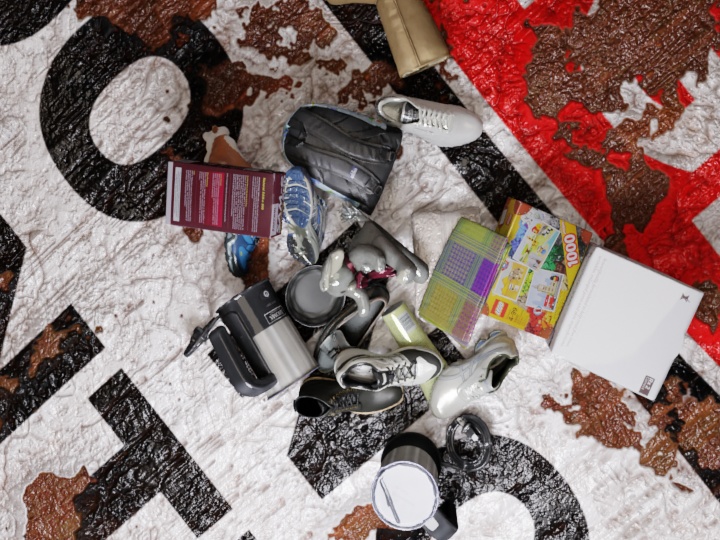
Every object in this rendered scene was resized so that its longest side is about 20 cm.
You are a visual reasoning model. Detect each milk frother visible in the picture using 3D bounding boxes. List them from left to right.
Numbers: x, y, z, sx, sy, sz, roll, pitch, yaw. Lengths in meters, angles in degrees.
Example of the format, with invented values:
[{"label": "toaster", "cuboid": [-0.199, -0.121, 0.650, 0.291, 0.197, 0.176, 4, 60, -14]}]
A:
[{"label": "milk frother", "cuboid": [-0.207, 0.150, 1.648, 0.179, 0.199, 0.191, -30, 87, -33]}, {"label": "milk frother", "cuboid": [0.129, 0.346, 1.587, 0.178, 0.188, 0.203, 28, 97, 3]}]

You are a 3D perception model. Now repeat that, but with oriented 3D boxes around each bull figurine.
[{"label": "bull figurine", "cuboid": [-0.232, -0.161, 1.599, 0.200, 0.065, 0.122, 45, 94, 10]}]

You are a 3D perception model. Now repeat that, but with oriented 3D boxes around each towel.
[{"label": "towel", "cuboid": [0.158, -0.010, 1.636, 0.129, 0.034, 0.205, -3, 95, 6]}, {"label": "towel", "cuboid": [0.178, 0.018, 1.568, 0.022, 0.143, 0.204, 16, 99, -39]}]

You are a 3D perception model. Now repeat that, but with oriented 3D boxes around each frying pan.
[{"label": "frying pan", "cuboid": [-0.054, 0.022, 1.659, 0.189, 0.031, 0.116, -38, 109, 0]}]

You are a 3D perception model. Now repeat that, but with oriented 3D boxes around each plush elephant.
[{"label": "plush elephant", "cuboid": [0.000, 0.000, 1.563, 0.199, 0.165, 0.156, 41, 99, 5]}]

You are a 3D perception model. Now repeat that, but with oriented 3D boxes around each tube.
[{"label": "tube", "cuboid": [0.110, 0.153, 1.653, 0.058, 0.052, 0.202, -25, 100, 48]}]

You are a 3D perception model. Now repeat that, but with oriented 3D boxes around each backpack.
[{"label": "backpack", "cuboid": [-0.047, -0.215, 1.598, 0.196, 0.154, 0.166, 17, 102, -17]}]

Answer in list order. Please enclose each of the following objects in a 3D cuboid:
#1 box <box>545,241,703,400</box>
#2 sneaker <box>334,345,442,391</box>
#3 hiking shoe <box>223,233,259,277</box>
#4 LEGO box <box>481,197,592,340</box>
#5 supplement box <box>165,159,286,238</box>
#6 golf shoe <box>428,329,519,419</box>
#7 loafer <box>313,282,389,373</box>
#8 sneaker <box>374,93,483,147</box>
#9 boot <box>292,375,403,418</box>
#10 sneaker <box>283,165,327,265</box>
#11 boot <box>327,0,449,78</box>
[{"label": "box", "cuboid": [0.450, 0.083, 1.560, 0.196, 0.131, 0.203, 24, 97, 4]}, {"label": "sneaker", "cuboid": [0.050, 0.185, 1.598, 0.195, 0.088, 0.078, -4, 108, 2]}, {"label": "hiking shoe", "cuboid": [-0.197, -0.084, 1.650, 0.085, 0.074, 0.205, 10, 96, 9]}, {"label": "LEGO box", "cuboid": [0.295, -0.004, 1.581, 0.146, 0.077, 0.204, 20, 97, -11]}, {"label": "supplement box", "cuboid": [-0.229, -0.123, 1.530, 0.195, 0.061, 0.112, 9, 101, 15]}, {"label": "golf shoe", "cuboid": [0.202, 0.196, 1.605, 0.078, 0.097, 0.200, 41, 96, -21]}, {"label": "loafer", "cuboid": [-0.020, 0.110, 1.647, 0.071, 0.063, 0.201, 36, 101, -13]}, {"label": "sneaker", "cuboid": [0.120, -0.266, 1.594, 0.195, 0.080, 0.078, 11, 95, 4]}, {"label": "boot", "cuboid": [-0.022, 0.237, 1.628, 0.195, 0.138, 0.080, -5, 95, 7]}, {"label": "sneaker", "cuboid": [-0.100, -0.111, 1.601, 0.075, 0.086, 0.203, 16, 137, 19]}, {"label": "boot", "cuboid": [0.044, -0.439, 1.595, 0.172, 0.066, 0.204, -22, 94, 9]}]
